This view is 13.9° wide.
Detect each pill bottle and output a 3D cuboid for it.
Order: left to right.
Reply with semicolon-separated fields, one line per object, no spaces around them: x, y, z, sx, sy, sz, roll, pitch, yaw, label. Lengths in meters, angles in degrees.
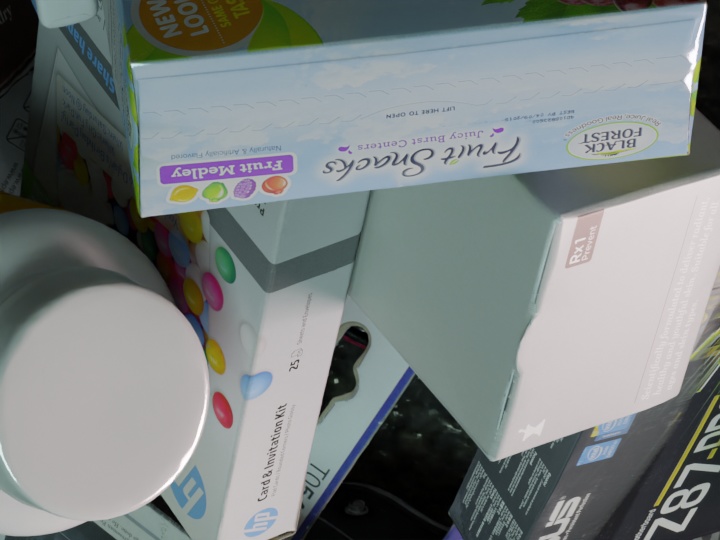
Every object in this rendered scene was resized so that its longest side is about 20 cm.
-0.132;0.026;1.011;0.109;0.109;0.200;52;162;-28;pill bottle

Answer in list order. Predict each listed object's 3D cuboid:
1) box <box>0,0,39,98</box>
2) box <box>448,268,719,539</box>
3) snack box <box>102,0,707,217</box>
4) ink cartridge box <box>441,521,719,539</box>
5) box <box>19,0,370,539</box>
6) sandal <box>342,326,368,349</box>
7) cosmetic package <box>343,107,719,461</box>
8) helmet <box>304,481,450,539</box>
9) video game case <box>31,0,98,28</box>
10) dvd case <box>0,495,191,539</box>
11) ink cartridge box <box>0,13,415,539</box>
-0.242;-0.117;1.031;0.166;0.164;0.200;-10;115;30;box
0.133;0.027;1.078;0.161;0.049;0.200;-12;144;-28;box
0.001;-0.114;0.912;0.168;0.200;0.068;-6;134;-6;snack box
0.098;0.171;1.187;0.047;0.198;0.200;5;139;45;ink cartridge box
-0.062;-0.022;1.016;0.156;0.041;0.200;52;147;32;box
0.000;0.000;1.163;0.200;0.045;0.075;25;129;-6;sandal
0.029;-0.045;0.972;0.200;0.090;0.107;47;141;32;cosmetic package
0.006;0.196;1.264;0.190;0.200;0.200;19;139;-23;helmet
-0.124;-0.207;0.930;0.022;0.182;0.200;-14;134;-11;video game case
-0.096;0.169;1.190;0.150;0.025;0.200;35;126;22;dvd case
-0.065;-0.009;1.141;0.200;0.043;0.196;34;124;1;ink cartridge box
